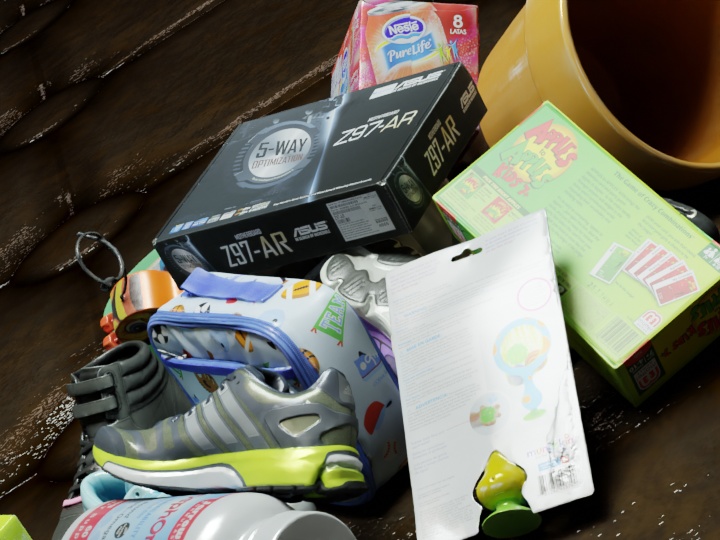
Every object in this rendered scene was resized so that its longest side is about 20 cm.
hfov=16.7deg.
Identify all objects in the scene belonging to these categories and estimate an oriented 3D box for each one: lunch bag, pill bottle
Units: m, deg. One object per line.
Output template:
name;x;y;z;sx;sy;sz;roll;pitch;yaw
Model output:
lunch bag;-0.056;0.073;1.622;0.076;0.161;0.199;-42;23;-26
pill bottle;-0.091;0.190;1.483;0.199;0.109;0.109;-9;31;47

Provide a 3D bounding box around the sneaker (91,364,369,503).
sneaker;-0.079;0.101;1.521;0.199;0.074;0.082;-2;75;30

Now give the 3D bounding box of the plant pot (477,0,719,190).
plant pot;0.178;-0.140;1.740;0.200;0.200;0.183;-46;9;-31

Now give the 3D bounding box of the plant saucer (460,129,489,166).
plant saucer;0.163;-0.134;1.947;0.199;0.032;0.200;-29;20;12

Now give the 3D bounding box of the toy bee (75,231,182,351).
toy bee;-0.147;0.022;1.874;0.109;0.199;0.132;-41;27;42

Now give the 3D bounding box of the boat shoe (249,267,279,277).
boat shoe;-0.074;-0.038;1.830;0.072;0.070;0.201;-50;3;16

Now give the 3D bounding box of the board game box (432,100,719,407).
board game box;0.145;-0.014;1.549;0.101;0.048;0.200;-39;49;-7

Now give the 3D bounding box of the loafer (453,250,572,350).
loafer;0.100;0.007;1.670;0.075;0.069;0.200;-32;20;3

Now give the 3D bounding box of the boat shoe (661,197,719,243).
boat shoe;0.173;-0.029;1.659;0.056;0.069;0.200;-31;25;-14

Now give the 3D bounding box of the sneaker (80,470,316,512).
sneaker;-0.119;0.158;1.635;0.199;0.082;0.074;-14;28;42

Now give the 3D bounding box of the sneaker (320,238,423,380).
sneaker;0.051;0.054;1.597;0.080;0.084;0.200;-29;43;-15

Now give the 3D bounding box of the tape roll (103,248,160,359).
tape roll;-0.117;0.006;2.023;0.199;0.048;0.201;-29;20;12

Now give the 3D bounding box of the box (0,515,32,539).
box;-0.260;0.264;1.546;0.047;0.122;0.200;-7;32;46

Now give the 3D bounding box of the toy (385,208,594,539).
toy;0.082;0.072;1.487;0.114;0.047;0.201;-21;50;20

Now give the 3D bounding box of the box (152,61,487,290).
box;-0.027;-0.065;1.699;0.199;0.044;0.161;-13;28;33

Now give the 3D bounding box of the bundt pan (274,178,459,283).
bundt pan;0.000;0.000;1.774;0.202;0.076;0.202;-46;7;7

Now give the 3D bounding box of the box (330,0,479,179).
box;0.032;-0.131;1.890;0.095;0.101;0.200;1;-12;-6

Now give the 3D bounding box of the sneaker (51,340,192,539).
sneaker;-0.192;0.130;1.781;0.070;0.100;0.200;-14;29;37
